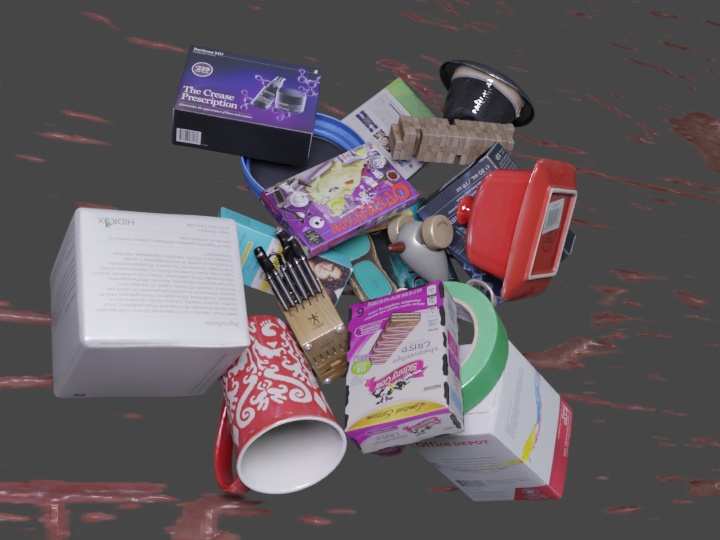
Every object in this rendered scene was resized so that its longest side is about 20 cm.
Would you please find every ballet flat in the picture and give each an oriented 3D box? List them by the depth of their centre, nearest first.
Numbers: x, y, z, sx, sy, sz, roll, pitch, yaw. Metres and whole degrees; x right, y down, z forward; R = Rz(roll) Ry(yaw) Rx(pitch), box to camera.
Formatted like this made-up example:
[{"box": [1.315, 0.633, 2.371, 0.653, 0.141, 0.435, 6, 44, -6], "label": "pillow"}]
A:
[{"box": [0.000, 0.000, 1.388, 0.070, 0.065, 0.200, -19, 47, -6], "label": "ballet flat"}]

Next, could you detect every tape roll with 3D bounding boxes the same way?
[{"box": [0.094, 0.106, 1.244, 0.048, 0.200, 0.201, 54, 43, -42], "label": "tape roll"}]

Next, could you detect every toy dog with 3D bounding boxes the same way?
[{"box": [0.093, 0.010, 1.362, 0.096, 0.132, 0.200, -30, 87, -37], "label": "toy dog"}]

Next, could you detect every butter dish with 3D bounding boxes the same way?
[{"box": [0.206, -0.070, 1.327, 0.148, 0.200, 0.200, 19, 11, 27], "label": "butter dish"}]

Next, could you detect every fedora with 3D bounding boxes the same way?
[{"box": [0.196, -0.269, 1.584, 0.201, 0.201, 0.092, 32, 81, -11], "label": "fedora"}]

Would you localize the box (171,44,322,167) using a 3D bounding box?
[{"box": [-0.165, -0.243, 1.380, 0.200, 0.079, 0.141, 9, 51, -6], "label": "box"}]

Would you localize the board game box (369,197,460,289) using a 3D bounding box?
[{"box": [0.078, -0.014, 1.466, 0.135, 0.028, 0.200, -12, 72, -33], "label": "board game box"}]

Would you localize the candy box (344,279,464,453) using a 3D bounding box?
[{"box": [0.054, 0.118, 1.177, 0.061, 0.136, 0.200, 55, 25, -43], "label": "candy box"}]

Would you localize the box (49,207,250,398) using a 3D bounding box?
[{"box": [-0.263, 0.046, 1.142, 0.200, 0.199, 0.171, 4, 64, -26], "label": "box"}]

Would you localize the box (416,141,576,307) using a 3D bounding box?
[{"box": [0.214, -0.072, 1.469, 0.200, 0.148, 0.107, 49, 25, -4], "label": "box"}]

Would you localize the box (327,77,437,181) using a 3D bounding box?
[{"box": [0.050, -0.218, 1.551, 0.144, 0.036, 0.200, 48, 55, 0], "label": "box"}]

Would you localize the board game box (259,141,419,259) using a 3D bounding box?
[{"box": [-0.028, -0.104, 1.335, 0.200, 0.032, 0.120, -29, 71, -30], "label": "board game box"}]

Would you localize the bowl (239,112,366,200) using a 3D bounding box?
[{"box": [-0.081, -0.159, 1.410, 0.200, 0.039, 0.201, 6, 51, -7], "label": "bowl"}]

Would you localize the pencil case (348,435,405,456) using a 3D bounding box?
[{"box": [0.048, 0.161, 1.323, 0.087, 0.087, 0.200, 29, 57, -13], "label": "pencil case"}]

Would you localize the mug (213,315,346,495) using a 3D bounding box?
[{"box": [-0.130, 0.169, 1.175, 0.177, 0.133, 0.200, -27, 44, 0], "label": "mug"}]

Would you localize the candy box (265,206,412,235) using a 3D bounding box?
[{"box": [-0.032, -0.091, 1.408, 0.200, 0.026, 0.102, -15, 51, -23], "label": "candy box"}]

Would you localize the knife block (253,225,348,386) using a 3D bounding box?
[{"box": [-0.077, 0.042, 1.278, 0.064, 0.200, 0.176, -27, 59, -4], "label": "knife block"}]

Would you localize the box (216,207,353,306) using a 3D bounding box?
[{"box": [-0.118, -0.011, 1.315, 0.200, 0.082, 0.049, 21, 17, -16], "label": "box"}]

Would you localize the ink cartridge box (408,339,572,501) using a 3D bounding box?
[{"box": [0.178, 0.210, 1.290, 0.200, 0.145, 0.145, 45, 48, -37], "label": "ink cartridge box"}]

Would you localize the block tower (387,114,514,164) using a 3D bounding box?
[{"box": [0.149, -0.207, 1.504, 0.200, 0.054, 0.058, 2, 43, -11], "label": "block tower"}]
